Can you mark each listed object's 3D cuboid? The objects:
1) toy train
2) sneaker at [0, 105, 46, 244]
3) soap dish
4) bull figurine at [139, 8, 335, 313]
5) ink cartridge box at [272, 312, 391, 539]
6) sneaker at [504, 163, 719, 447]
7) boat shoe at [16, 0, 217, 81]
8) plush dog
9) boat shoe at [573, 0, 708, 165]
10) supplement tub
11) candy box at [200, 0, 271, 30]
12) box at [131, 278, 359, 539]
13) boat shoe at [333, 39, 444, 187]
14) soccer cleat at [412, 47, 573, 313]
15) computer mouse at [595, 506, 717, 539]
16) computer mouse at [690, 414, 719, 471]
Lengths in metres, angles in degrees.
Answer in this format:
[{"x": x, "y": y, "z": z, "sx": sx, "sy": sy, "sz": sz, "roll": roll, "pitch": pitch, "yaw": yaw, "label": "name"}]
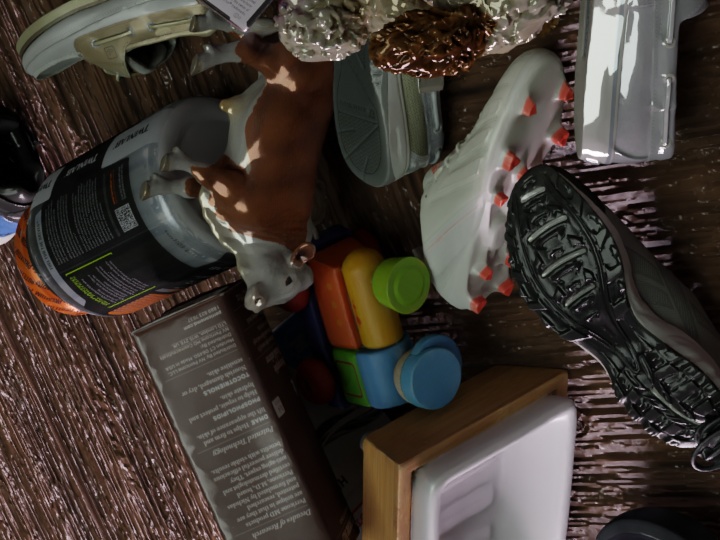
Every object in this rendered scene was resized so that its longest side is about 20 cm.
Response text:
[{"x": 0.000, "y": 0.000, "z": 1.160, "sx": 0.115, "sy": 0.084, "sz": 0.201, "roll": 8, "pitch": 118, "yaw": 52, "label": "toy train"}, {"x": -0.327, "y": -0.116, "z": 1.351, "sx": 0.200, "sy": 0.077, "sz": 0.111, "roll": 50, "pitch": 141, "yaw": -7, "label": "sneaker"}, {"x": 0.071, "y": 0.172, "z": 1.195, "sx": 0.081, "sy": 0.157, "sz": 0.201, "roll": 33, "pitch": 135, "yaw": 38, "label": "soap dish"}, {"x": -0.070, "y": -0.076, "z": 1.127, "sx": 0.121, "sy": 0.201, "sz": 0.065, "roll": 17, "pitch": 174, "yaw": -20, "label": "bull figurine"}, {"x": -0.029, "y": 0.145, "z": 1.271, "sx": 0.200, "sy": 0.116, "sz": 0.068, "roll": 50, "pitch": 136, "yaw": -1, "label": "ink cartridge box"}, {"x": 0.162, "y": 0.016, "z": 1.065, "sx": 0.074, "sy": 0.079, "sz": 0.200, "roll": -32, "pitch": 102, "yaw": 35, "label": "sneaker"}, {"x": -0.167, "y": -0.168, "z": 1.202, "sx": 0.199, "sy": 0.075, "sz": 0.069, "roll": -21, "pitch": 98, "yaw": 42, "label": "boat shoe"}, {"x": 0.067, "y": -0.169, "z": 0.946, "sx": 0.160, "sy": 0.200, "sz": 0.172, "roll": 35, "pitch": -178, "yaw": -19, "label": "plush dog"}, {"x": 0.163, "y": -0.155, "z": 0.970, "sx": 0.068, "sy": 0.072, "sz": 0.201, "roll": 3, "pitch": 107, "yaw": -2, "label": "boat shoe"}, {"x": -0.159, "y": -0.039, "z": 1.246, "sx": 0.199, "sy": 0.122, "sz": 0.123, "roll": -22, "pitch": 104, "yaw": 43, "label": "supplement tub"}, {"x": -0.031, "y": -0.248, "z": 0.946, "sx": 0.061, "sy": 0.137, "sz": 0.200, "roll": 33, "pitch": 111, "yaw": -29, "label": "candy box"}, {"x": -0.075, "y": 0.112, "z": 1.158, "sx": 0.075, "sy": 0.100, "sz": 0.201, "roll": -22, "pitch": 94, "yaw": 7, "label": "box"}, {"x": 0.022, "y": -0.154, "z": 1.086, "sx": 0.074, "sy": 0.065, "sz": 0.203, "roll": 25, "pitch": 127, "yaw": 47, "label": "boat shoe"}, {"x": 0.076, "y": -0.061, "z": 1.096, "sx": 0.078, "sy": 0.069, "sz": 0.201, "roll": 40, "pitch": 134, "yaw": 29, "label": "soccer cleat"}, {"x": 0.215, "y": 0.227, "z": 1.192, "sx": 0.138, "sy": 0.053, "sz": 0.201, "roll": 11, "pitch": 136, "yaw": 29, "label": "computer mouse"}, {"x": 0.303, "y": 0.124, "z": 1.056, "sx": 0.140, "sy": 0.046, "sz": 0.200, "roll": -36, "pitch": 115, "yaw": 16, "label": "computer mouse"}]
